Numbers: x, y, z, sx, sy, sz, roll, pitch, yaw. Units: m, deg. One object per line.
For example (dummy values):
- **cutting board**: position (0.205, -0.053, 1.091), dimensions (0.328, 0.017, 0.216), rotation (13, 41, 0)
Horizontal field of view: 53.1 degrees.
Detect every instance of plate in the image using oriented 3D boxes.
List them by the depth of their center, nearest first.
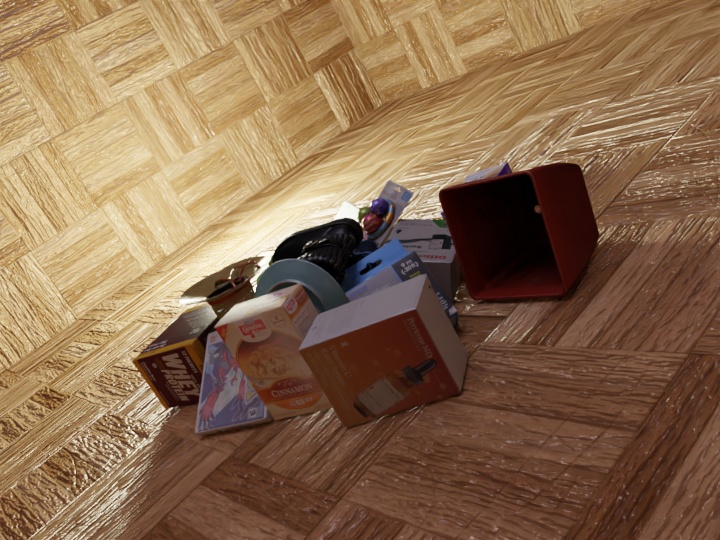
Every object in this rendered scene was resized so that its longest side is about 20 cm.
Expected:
- **plate**: position (-0.104, 0.078, 1.229), dimensions (0.199, 0.202, 0.026), rotation (-18, 9, 33)

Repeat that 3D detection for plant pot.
- **plant pot**: position (0.282, -0.079, 1.200), dimensions (0.176, 0.201, 0.199), rotation (-26, 13, -36)

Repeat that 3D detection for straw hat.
- **straw hat**: position (-0.261, 0.053, 1.467), dimensions (0.200, 0.086, 0.201), rotation (-20, 19, 7)

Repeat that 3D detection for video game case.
- **video game case**: position (-0.226, 0.192, 1.330), dimensions (0.181, 0.023, 0.202), rotation (-18, 57, 32)

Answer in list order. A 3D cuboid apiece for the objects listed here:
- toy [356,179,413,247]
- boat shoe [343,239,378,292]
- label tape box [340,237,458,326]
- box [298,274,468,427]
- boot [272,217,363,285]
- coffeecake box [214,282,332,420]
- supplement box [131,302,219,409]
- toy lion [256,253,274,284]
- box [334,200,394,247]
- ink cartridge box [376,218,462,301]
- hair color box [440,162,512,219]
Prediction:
- **toy**: position (0.017, -0.096, 1.479), dimensions (0.201, 0.047, 0.115), rotation (-59, 33, 6)
- **boat shoe**: position (0.000, 0.000, 1.352), dimensions (0.083, 0.069, 0.201), rotation (-3, 38, 12)
- **label tape box**: position (0.051, 0.041, 1.218), dimensions (0.144, 0.201, 0.063), rotation (-32, -25, -5)
- **box**: position (0.037, 0.122, 1.075), dimensions (0.199, 0.153, 0.106), rotation (-22, 19, 24)
- **boot**: position (-0.099, -0.012, 1.299), dimensions (0.210, 0.080, 0.158), rotation (-25, 24, 32)
- **coffeecake box**: position (-0.122, 0.139, 1.197), dimensions (0.153, 0.201, 0.073), rotation (-18, 21, 33)
- **supplement box**: position (-0.337, 0.172, 1.554), dimensions (0.196, 0.133, 0.200), rotation (-17, 21, 34)
- **toy lion**: position (-0.138, -0.013, 1.527), dimensions (0.199, 0.069, 0.192), rotation (-33, -17, 9)
- **box**: position (0.013, -0.079, 1.651), dimensions (0.098, 0.124, 0.200), rotation (-60, 18, 5)
- **ink cartridge box**: position (0.121, -0.023, 1.369), dimensions (0.145, 0.084, 0.200), rotation (2, 27, 15)
- **hair color box**: position (0.270, -0.165, 1.631), dimensions (0.109, 0.065, 0.200), rotation (-15, 24, 36)
